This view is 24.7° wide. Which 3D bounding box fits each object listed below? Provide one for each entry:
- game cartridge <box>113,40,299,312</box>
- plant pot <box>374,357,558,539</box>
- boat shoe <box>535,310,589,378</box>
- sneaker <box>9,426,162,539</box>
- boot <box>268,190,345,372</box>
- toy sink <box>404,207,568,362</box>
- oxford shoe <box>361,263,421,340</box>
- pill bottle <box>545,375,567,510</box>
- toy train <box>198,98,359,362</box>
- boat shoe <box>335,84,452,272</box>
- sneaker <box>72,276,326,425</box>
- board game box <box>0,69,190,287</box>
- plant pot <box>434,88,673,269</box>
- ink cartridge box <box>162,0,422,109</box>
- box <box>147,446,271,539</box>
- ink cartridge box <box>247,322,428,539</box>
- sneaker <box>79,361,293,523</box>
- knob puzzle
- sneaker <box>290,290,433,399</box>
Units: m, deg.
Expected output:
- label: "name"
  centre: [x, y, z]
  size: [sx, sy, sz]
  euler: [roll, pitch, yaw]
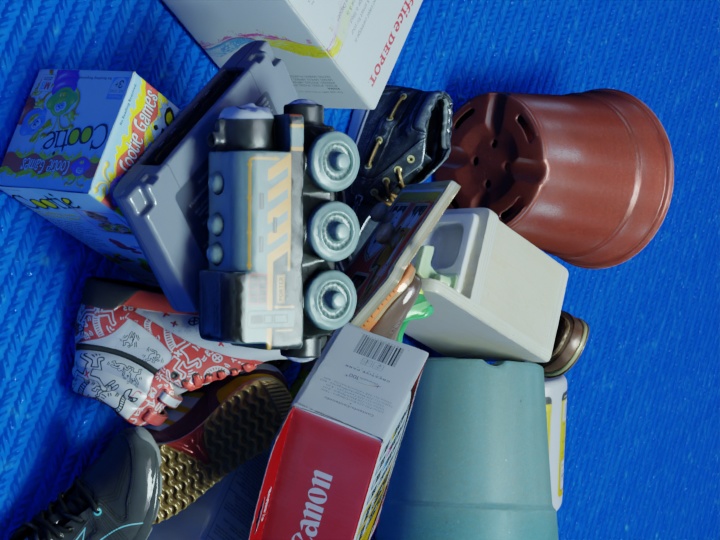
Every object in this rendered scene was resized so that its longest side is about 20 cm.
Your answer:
- label: "game cartridge"
  centre: [-0.105, -0.068, 1.276]
  size: [0.200, 0.041, 0.133]
  euler: [-54, 139, -37]
- label: "plant pot"
  centre: [0.111, 0.191, 1.679]
  size: [0.200, 0.200, 0.196]
  euler: [11, 79, -54]
- label: "boat shoe"
  centre: [0.178, 0.065, 1.750]
  size: [0.068, 0.200, 0.072]
  euler: [29, 88, -18]
- label: "sneaker"
  centre: [-0.221, 0.209, 1.276]
  size: [0.079, 0.075, 0.200]
  euler: [22, 99, -38]
- label: "boot"
  centre: [-0.065, -0.012, 1.435]
  size: [0.154, 0.073, 0.204]
  euler: [67, 39, -80]
- label: "toy sink"
  centre: [0.096, 0.007, 1.650]
  size: [0.200, 0.130, 0.112]
  euler: [30, 66, -42]
- label: "oxford shoe"
  centre: [0.009, 0.083, 1.467]
  size: [0.200, 0.073, 0.071]
  euler: [-58, -170, 21]
- label: "pill bottle"
  centre: [0.170, 0.212, 1.818]
  size: [0.111, 0.111, 0.200]
  euler: [-8, 102, -53]
- label: "toy train"
  centre: [-0.065, -0.029, 1.234]
  size: [0.114, 0.085, 0.200]
  euler: [-1, 94, -35]
- label: "boat shoe"
  centre: [0.026, -0.086, 1.583]
  size: [0.071, 0.091, 0.201]
  euler: [25, 75, -53]
- label: "sneaker"
  centre: [-0.133, 0.076, 1.321]
  size: [0.067, 0.201, 0.108]
  euler: [-48, 149, -86]
- label: "board game box"
  centre: [-0.172, -0.066, 1.301]
  size: [0.200, 0.105, 0.103]
  euler: [39, 64, -51]
- label: "plant pot"
  centre: [0.195, -0.105, 1.746]
  size: [0.195, 0.201, 0.201]
  euler: [3, 93, -46]
- label: "ink cartridge box"
  centre: [-0.062, -0.250, 1.387]
  size: [0.200, 0.144, 0.145]
  euler: [49, 56, -46]
- label: "box"
  centre: [-0.134, 0.218, 1.424]
  size: [0.095, 0.078, 0.200]
  euler: [52, 55, -45]
- label: "ink cartridge box"
  centre: [-0.026, 0.177, 1.365]
  size: [0.176, 0.084, 0.200]
  euler: [-58, 165, -54]
- label: "sneaker"
  centre: [-0.147, 0.144, 1.369]
  size: [0.200, 0.090, 0.075]
  euler: [-28, 107, -3]
- label: "knob puzzle"
  centre: [0.000, 0.000, 1.463]
  size: [0.030, 0.220, 0.220]
  euler: [35, 61, -11]
- label: "sneaker"
  centre: [-0.005, 0.092, 1.531]
  size: [0.200, 0.084, 0.074]
  euler: [-55, 174, 12]
